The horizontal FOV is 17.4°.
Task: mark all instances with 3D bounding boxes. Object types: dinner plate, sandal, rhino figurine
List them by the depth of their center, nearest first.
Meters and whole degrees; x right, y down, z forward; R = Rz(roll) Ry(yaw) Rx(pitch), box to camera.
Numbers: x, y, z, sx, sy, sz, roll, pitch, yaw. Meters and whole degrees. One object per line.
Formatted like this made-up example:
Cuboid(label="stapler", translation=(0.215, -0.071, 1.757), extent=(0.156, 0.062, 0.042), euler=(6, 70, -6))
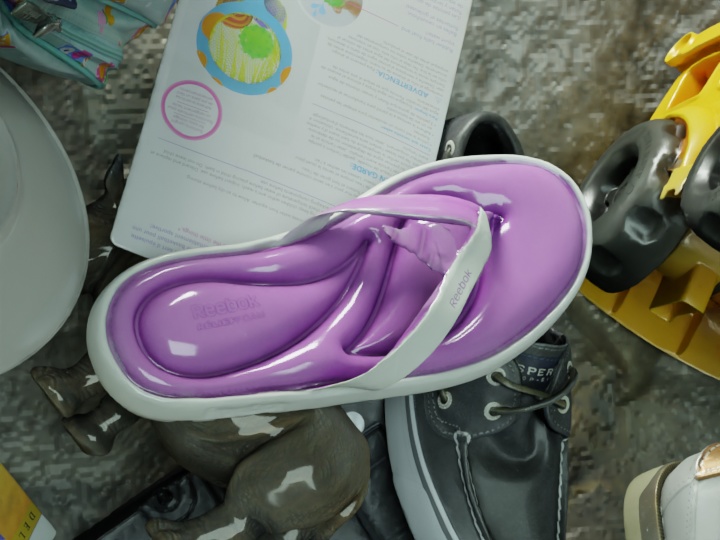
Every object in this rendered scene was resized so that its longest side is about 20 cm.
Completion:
Cuboid(label="dinner plate", translation=(-0.182, -0.042, 0.809), extent=(0.200, 0.024, 0.200), euler=(22, 40, -20))
Cuboid(label="sandal", translation=(0.003, 0.007, 0.836), extent=(0.203, 0.050, 0.082), euler=(-20, 77, -25))
Cuboid(label="rhino figurine", translation=(-0.074, 0.031, 0.872), extent=(0.087, 0.060, 0.200), euler=(-35, 74, -11))

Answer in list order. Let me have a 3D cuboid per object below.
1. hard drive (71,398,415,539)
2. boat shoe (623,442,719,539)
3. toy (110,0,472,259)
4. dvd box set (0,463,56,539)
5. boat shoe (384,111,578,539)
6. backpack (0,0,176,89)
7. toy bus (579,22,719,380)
Cuboid(label="hard drive", translation=(-0.007, 0.153, 0.920), extent=(0.140, 0.038, 0.200), euler=(-35, 98, -16))
Cuboid(label="boat shoe", translation=(0.150, 0.156, 0.829), extent=(0.075, 0.068, 0.200), euler=(5, 64, -47))
Cuboid(label="toy", translation=(-0.024, -0.076, 0.905), extent=(0.115, 0.047, 0.200), euler=(21, 70, -18))
Cuboid(label="dvd box set", translation=(-0.194, 0.069, 0.798), extent=(0.200, 0.029, 0.146), euler=(55, 32, -22))
Cuboid(label="boat shoe", translation=(0.053, 0.033, 0.904), extent=(0.070, 0.066, 0.200), euler=(5, 70, -33))
Cuboid(label="backpack", translation=(-0.131, -0.142, 0.808), extent=(0.167, 0.200, 0.127), euler=(37, 95, 19))
Cuboid(label="toy bus", translation=(0.193, -0.054, 0.916), extent=(0.136, 0.200, 0.192), euler=(34, 71, -16))
